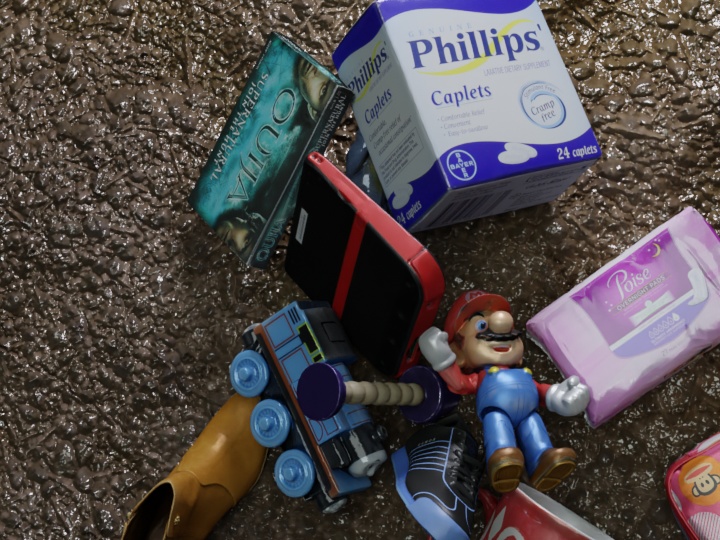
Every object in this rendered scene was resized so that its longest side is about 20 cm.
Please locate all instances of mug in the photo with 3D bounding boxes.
[{"bbox_3d":[0.134,0.305,1.315,0.133,0.177,0.201,29,91,-24],"label":"mug"}]

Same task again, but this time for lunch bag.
[{"bbox_3d":[0.390,0.210,1.287,0.199,0.082,0.177,-32,78,6],"label":"lunch bag"}]

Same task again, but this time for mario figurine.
[{"bbox_3d":[0.129,0.093,1.289,0.106,0.123,0.201,-35,49,20],"label":"mario figurine"}]

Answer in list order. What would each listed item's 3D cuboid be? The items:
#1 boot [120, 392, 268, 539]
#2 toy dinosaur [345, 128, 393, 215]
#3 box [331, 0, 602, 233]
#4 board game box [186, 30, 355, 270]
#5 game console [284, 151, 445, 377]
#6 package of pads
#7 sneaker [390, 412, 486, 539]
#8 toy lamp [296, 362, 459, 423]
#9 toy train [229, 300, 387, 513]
[{"bbox_3d":[-0.155,0.202,1.369,0.070,0.144,0.202,26,85,15],"label":"boot"},{"bbox_3d":[0.016,-0.074,1.440,0.104,0.200,0.183,20,106,-27],"label":"toy dinosaur"},{"bbox_3d":[0.100,-0.158,1.362,0.183,0.105,0.201,-13,73,-29],"label":"box"},{"bbox_3d":[-0.092,-0.120,1.417,0.135,0.028,0.201,43,111,44],"label":"board game box"},{"bbox_3d":[0.000,0.000,1.356,0.031,0.201,0.177,-33,69,-27],"label":"game console"},{"bbox_3d":[0.265,0.044,1.344,0.199,0.076,0.121,-35,75,4],"label":"package of pads"},{"bbox_3d":[0.079,0.187,1.302,0.078,0.200,0.070,-41,107,5],"label":"sneaker"},{"bbox_3d":[0.023,0.113,1.322,0.058,0.199,0.059,-6,79,37],"label":"toy lamp"},{"bbox_3d":[-0.046,0.129,1.378,0.114,0.086,0.201,-34,73,25],"label":"toy train"}]
